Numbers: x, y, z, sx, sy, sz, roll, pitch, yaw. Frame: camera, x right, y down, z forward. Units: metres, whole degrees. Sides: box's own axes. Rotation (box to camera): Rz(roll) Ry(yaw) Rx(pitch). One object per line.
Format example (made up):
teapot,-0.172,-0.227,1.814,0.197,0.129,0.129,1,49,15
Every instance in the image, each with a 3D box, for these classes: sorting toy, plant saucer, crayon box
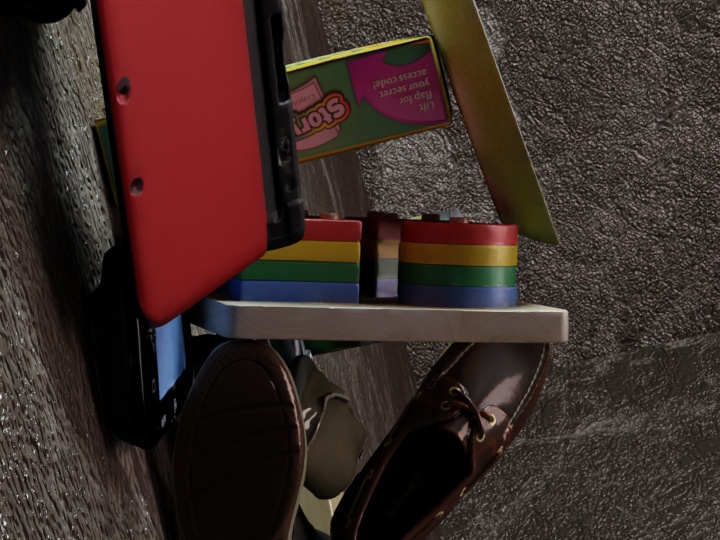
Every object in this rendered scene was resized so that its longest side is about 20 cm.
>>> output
sorting toy,0.000,0.000,1.341,0.200,0.197,0.070,-171,-98,-75
plant saucer,0.072,-0.105,1.355,0.200,0.031,0.201,-20,90,-85
crayon box,-0.046,-0.093,1.364,0.173,0.198,0.059,-64,139,-84

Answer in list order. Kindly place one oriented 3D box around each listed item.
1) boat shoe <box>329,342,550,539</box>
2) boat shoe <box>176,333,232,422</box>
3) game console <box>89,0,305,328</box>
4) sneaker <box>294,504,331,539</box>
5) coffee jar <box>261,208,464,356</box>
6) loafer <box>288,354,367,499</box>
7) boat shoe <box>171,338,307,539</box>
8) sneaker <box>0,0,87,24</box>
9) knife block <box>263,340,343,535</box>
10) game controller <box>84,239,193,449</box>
boat shoe,0.056,0.106,1.429,0.070,0.201,0.070,36,-7,0
boat shoe,-0.081,0.071,1.419,0.200,0.056,0.069,45,33,-83
game console,-0.100,-0.101,1.136,0.172,0.118,0.202,38,-42,56
sneaker,-0.054,0.168,1.435,0.200,0.075,0.091,53,18,-87
coffee jar,0.000,0.014,1.715,0.104,0.198,0.086,54,24,-79
loafer,-0.026,0.099,1.394,0.069,0.075,0.200,36,4,5
boat shoe,-0.070,0.135,1.277,0.075,0.074,0.204,-111,-156,-81
sneaker,-0.150,-0.164,1.122,0.200,0.074,0.107,40,46,-76
knife block,-0.057,0.122,1.571,0.201,0.063,0.177,-96,172,-55
game controller,-0.111,0.031,1.219,0.200,0.042,0.105,-64,142,-83
